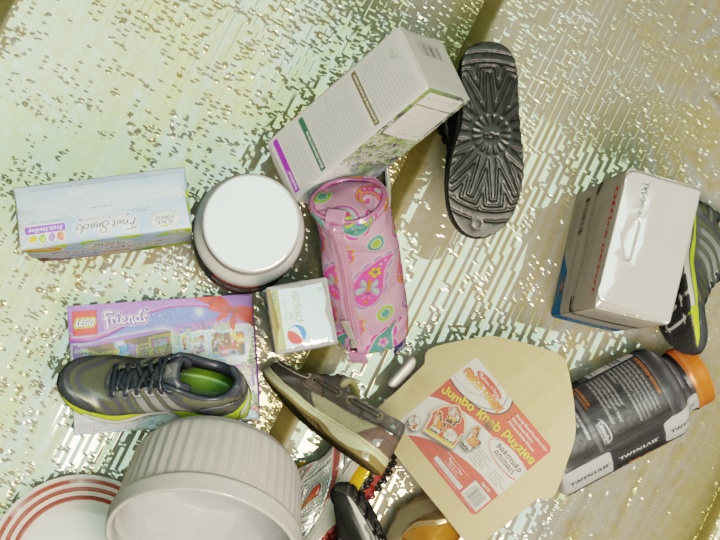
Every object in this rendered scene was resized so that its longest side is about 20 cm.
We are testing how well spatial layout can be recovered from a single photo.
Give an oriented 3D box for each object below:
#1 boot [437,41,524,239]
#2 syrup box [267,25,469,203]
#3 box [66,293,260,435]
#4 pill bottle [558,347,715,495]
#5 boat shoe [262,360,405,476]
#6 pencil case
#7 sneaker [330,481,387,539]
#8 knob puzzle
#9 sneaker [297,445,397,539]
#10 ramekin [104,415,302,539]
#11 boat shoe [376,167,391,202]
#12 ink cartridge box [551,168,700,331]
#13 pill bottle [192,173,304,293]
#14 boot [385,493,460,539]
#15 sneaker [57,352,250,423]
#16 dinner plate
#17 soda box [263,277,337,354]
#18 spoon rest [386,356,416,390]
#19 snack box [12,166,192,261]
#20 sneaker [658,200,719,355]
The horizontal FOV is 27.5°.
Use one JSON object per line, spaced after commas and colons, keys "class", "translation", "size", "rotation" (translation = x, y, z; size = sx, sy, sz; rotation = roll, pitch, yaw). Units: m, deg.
{"class": "boot", "translation": [0.119, -0.127, 1.561], "size": [0.079, 0.158, 0.213], "rotation": [9, 79, -9]}
{"class": "syrup box", "translation": [0.006, -0.152, 1.503], "size": [0.200, 0.078, 0.082], "rotation": [-37, 65, 29]}
{"class": "box", "translation": [-0.209, 0.100, 1.571], "size": [0.198, 0.039, 0.138], "rotation": [-3, 87, -7]}
{"class": "pill bottle", "translation": [0.282, 0.153, 1.590], "size": [0.199, 0.106, 0.107], "rotation": [-26, 90, -7]}
{"class": "boat shoe", "translation": [-0.025, 0.142, 1.530], "size": [0.066, 0.201, 0.072], "rotation": [-46, 133, -10]}
{"class": "pencil case", "translation": [0.000, 0.000, 1.521], "size": [0.087, 0.088, 0.201], "rotation": [-14, 130, -7]}
{"class": "sneaker", "translation": [-0.004, 0.316, 1.488], "size": [0.087, 0.076, 0.201], "rotation": [-22, 98, 3]}
{"class": "knob puzzle", "translation": [0.137, 0.158, 1.536], "size": [0.218, 0.030, 0.222], "rotation": [-1, 80, 6]}
{"class": "sneaker", "translation": [-0.043, 0.250, 1.573], "size": [0.082, 0.078, 0.201], "rotation": [34, 87, 23]}
{"class": "ramekin", "translation": [-0.151, 0.237, 1.491], "size": [0.199, 0.201, 0.106], "rotation": [14, 47, -5]}
{"class": "boat shoe", "translation": [0.002, -0.080, 1.590], "size": [0.071, 0.066, 0.202], "rotation": [4, 88, -12]}
{"class": "ink cartridge box", "translation": [0.276, -0.016, 1.553], "size": [0.084, 0.200, 0.147], "rotation": [15, 85, -5]}
{"class": "pill bottle", "translation": [-0.116, -0.038, 1.509], "size": [0.113, 0.200, 0.115], "rotation": [0, 86, -6]}
{"class": "boot", "translation": [0.068, 0.326, 1.572], "size": [0.200, 0.071, 0.145], "rotation": [-23, 108, -11]}
{"class": "sneaker", "translation": [-0.207, 0.111, 1.495], "size": [0.198, 0.081, 0.074], "rotation": [2, 63, -10]}
{"class": "dinner plate", "translation": [-0.295, 0.316, 1.555], "size": [0.198, 0.024, 0.202], "rotation": [0, 87, -6]}
{"class": "soda box", "translation": [-0.064, 0.048, 1.509], "size": [0.063, 0.200, 0.069], "rotation": [-10, 88, -5]}
{"class": "spoon rest", "translation": [0.103, 0.170, 1.601], "size": [0.099, 0.061, 0.200], "rotation": [-45, 105, -6]}
{"class": "snack box", "translation": [-0.257, -0.054, 1.495], "size": [0.167, 0.200, 0.068], "rotation": [-8, 87, -6]}
{"class": "sneaker", "translation": [0.370, 0.001, 1.603], "size": [0.080, 0.074, 0.201], "rotation": [13, 60, -13]}
